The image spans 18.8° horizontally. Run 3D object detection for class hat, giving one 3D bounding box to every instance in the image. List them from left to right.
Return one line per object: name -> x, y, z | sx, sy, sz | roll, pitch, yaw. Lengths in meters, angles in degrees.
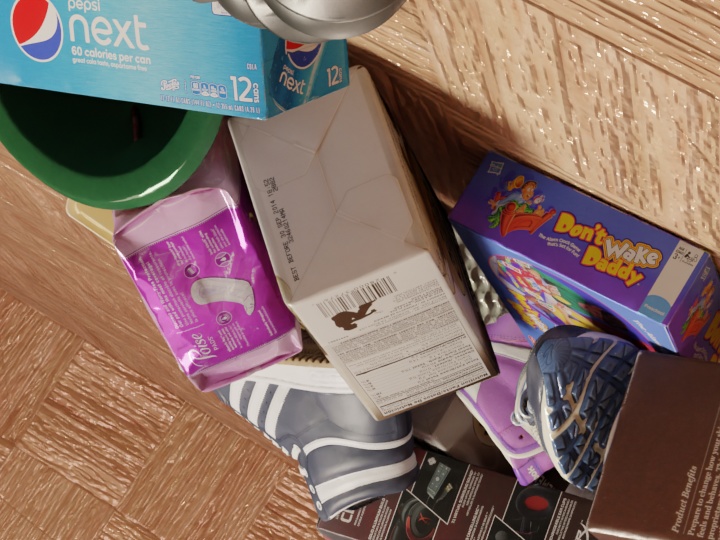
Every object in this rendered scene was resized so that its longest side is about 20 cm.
hat -> -0.105, -0.134, 1.186 | 0.200, 0.166, 0.176 | 37, -154, 21

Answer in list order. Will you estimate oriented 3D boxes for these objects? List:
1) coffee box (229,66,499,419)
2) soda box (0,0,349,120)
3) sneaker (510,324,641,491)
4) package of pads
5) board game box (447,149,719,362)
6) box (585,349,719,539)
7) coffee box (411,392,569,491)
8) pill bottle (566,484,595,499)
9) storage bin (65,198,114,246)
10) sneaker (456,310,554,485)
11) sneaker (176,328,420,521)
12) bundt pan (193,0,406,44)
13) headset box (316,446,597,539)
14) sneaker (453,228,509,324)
coffee box -> 0.006, -0.009, 1.172 | 0.200, 0.080, 0.113 | 56, -166, -66
soda box -> -0.105, -0.120, 1.031 | 0.200, 0.064, 0.068 | 11, -156, 34
sneaker -> 0.114, 0.075, 1.182 | 0.085, 0.077, 0.200 | 32, 170, 29
package of pads -> -0.091, -0.037, 1.226 | 0.200, 0.075, 0.121 | -103, -12, -59
board game box -> 0.137, 0.020, 1.182 | 0.134, 0.045, 0.200 | 28, 169, 26
box -> 0.222, 0.110, 1.065 | 0.199, 0.100, 0.075 | 10, 160, 30
coffee box -> 0.084, 0.087, 1.469 | 0.080, 0.113, 0.200 | 25, 167, 34
pill bottle -> 0.233, 0.194, 1.508 | 0.200, 0.116, 0.116 | 23, 166, 50
storage bin -> -0.098, -0.037, 1.489 | 0.198, 0.094, 0.200 | 34, 170, -10
sneaker -> 0.151, 0.095, 1.305 | 0.200, 0.114, 0.073 | 26, 167, 27
sneaker -> -0.040, 0.094, 1.371 | 0.200, 0.070, 0.109 | 4, 112, 48
bundt pan -> -0.055, -0.159, 0.849 | 0.202, 0.076, 0.202 | 31, 171, 6
headset box -> 0.069, 0.180, 1.426 | 0.199, 0.075, 0.149 | 15, 161, 20
sneaker -> 0.000, -0.001, 1.348 | 0.199, 0.070, 0.100 | 1, -175, 7
